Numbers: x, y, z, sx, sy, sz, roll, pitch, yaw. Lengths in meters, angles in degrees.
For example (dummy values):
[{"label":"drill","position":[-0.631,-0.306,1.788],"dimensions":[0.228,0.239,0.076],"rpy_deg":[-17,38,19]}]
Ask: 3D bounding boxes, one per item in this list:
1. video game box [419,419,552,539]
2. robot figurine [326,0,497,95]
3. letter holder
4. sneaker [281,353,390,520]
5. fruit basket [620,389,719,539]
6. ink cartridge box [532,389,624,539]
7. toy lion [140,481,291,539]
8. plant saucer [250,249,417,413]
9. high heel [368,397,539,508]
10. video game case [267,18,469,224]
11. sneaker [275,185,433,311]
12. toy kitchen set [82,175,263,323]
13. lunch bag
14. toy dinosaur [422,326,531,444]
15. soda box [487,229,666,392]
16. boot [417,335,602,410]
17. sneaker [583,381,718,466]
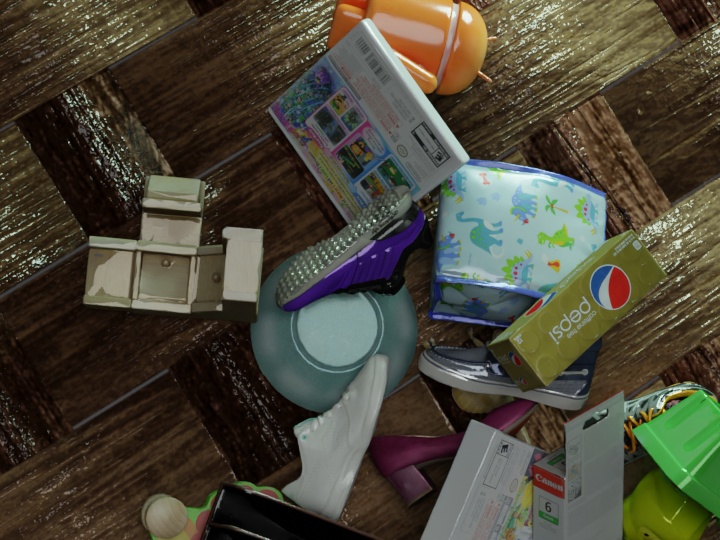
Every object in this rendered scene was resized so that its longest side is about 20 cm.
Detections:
[{"label":"video game box","position":[0.150,0.284,1.613],"dimensions":[0.182,0.047,0.200],"rpy_deg":[28,85,-44]},{"label":"robot figurine","position":[0.063,-0.273,1.707],"dimensions":[0.199,0.144,0.117],"rpy_deg":[14,97,-5]},{"label":"letter holder","position":[-0.061,0.312,1.567],"dimensions":[0.200,0.142,0.101],"rpy_deg":[24,76,-17]},{"label":"sneaker","position":[-0.030,0.182,1.647],"dimensions":[0.088,0.075,0.200],"rpy_deg":[22,92,5]},{"label":"fruit basket","position":[0.383,0.261,1.635],"dimensions":[0.215,0.156,0.216],"rpy_deg":[-5,113,-11]},{"label":"ink cartridge box","position":[0.246,0.234,1.624],"dimensions":[0.109,0.050,0.201],"rpy_deg":[-22,119,-38]},{"label":"toy lion","position":[-0.160,0.337,1.631],"dimensions":[0.191,0.069,0.201],"rpy_deg":[11,81,-13]},{"label":"plant saucer","position":[-0.028,0.067,1.689],"dimensions":[0.200,0.039,0.202],"rpy_deg":[1,82,-7]},{"label":"high heel","position":[0.106,0.180,1.660],"dimensions":[0.200,0.067,0.096],"rpy_deg":[-35,72,0]},{"label":"video game case","position":[0.006,-0.159,1.671],"dimensions":[0.200,0.182,0.024],"rpy_deg":[54,37,2]},{"label":"sneaker","position":[0.000,0.000,1.648],"dimensions":[0.200,0.070,0.100],"rpy_deg":[-37,116,3]},{"label":"toy kitchen set","position":[-0.207,-0.040,1.612],"dimensions":[0.199,0.180,0.164],"rpy_deg":[5,81,-4]},{"label":"lunch bag","position":[0.184,-0.025,1.667],"dimensions":[0.199,0.128,0.170],"rpy_deg":[5,64,2]},{"label":"toy dinosaur","position":[0.161,0.136,1.704],"dimensions":[0.101,0.058,0.200],"rpy_deg":[-43,93,6]},{"label":"soda box","position":[0.236,0.044,1.568],"dimensions":[0.200,0.064,0.068],"rpy_deg":[-40,93,-20]},{"label":"boot","position":[0.170,0.091,1.630],"dimensions":[0.199,0.073,0.091],"rpy_deg":[11,110,-7]},{"label":"sneaker","position":[0.331,0.183,1.696],"dimensions":[0.200,0.077,0.078],"rpy_deg":[-26,88,-7]}]
